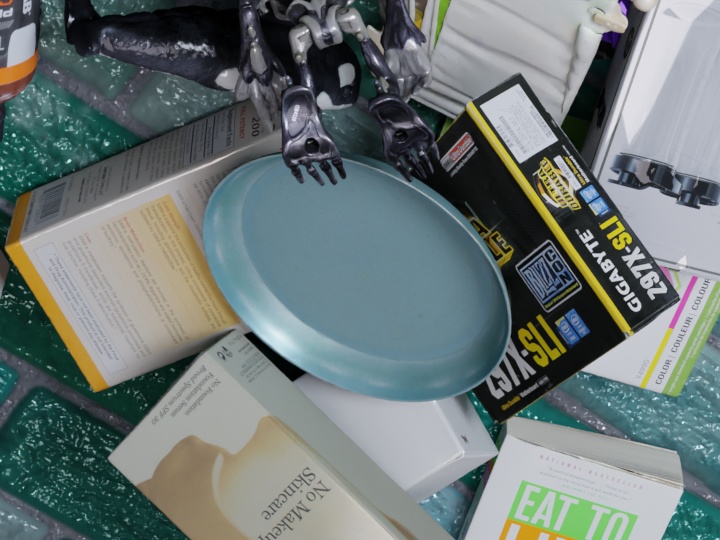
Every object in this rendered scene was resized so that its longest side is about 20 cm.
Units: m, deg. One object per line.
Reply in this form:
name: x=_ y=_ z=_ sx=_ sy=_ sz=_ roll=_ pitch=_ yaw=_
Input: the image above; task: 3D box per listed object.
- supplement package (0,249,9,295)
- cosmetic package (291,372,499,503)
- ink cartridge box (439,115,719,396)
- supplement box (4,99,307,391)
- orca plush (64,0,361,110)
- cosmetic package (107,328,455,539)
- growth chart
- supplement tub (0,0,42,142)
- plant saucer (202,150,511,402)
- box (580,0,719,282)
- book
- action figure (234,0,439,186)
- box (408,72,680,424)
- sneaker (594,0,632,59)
supplement package: x=-0.347 y=0.017 z=1.169 sx=0.200 sy=0.114 sz=0.110 roll=-22 pitch=118 yaw=10
cosmetic package: x=-0.022 y=0.130 z=1.228 sx=0.200 sy=0.085 sz=0.108 roll=-32 pitch=74 yaw=15
ink cartridge box: x=0.137 y=-0.018 z=1.179 sx=0.200 sy=0.076 sz=0.148 roll=15 pitch=117 yaw=-10
supplement box: x=-0.110 y=-0.020 z=1.175 sx=0.200 sy=0.074 sz=0.126 roll=-21 pitch=119 yaw=10
orca plush: x=-0.079 y=-0.150 z=1.091 sx=0.200 sy=0.105 sz=0.071 roll=14 pitch=108 yaw=-21
cosmetic package: x=-0.049 y=0.145 z=1.145 sx=0.200 sy=0.071 sz=0.105 roll=43 pitch=107 yaw=2
growth chart: x=0.077 y=-0.140 z=1.069 sx=0.145 sy=0.018 sz=0.200 roll=33 pitch=151 yaw=3
supplement tub: x=-0.241 y=-0.169 z=1.075 sx=0.107 sy=0.107 sz=0.200 roll=7 pitch=118 yaw=-5
plant saucer: x=0.000 y=0.000 z=1.091 sx=0.200 sy=0.027 sz=0.200 roll=17 pitch=139 yaw=15
box: x=0.202 y=-0.100 z=1.063 sx=0.117 sy=0.060 sz=0.200 roll=13 pitch=116 yaw=-4
book: x=0.137 y=0.207 z=1.322 sx=0.133 sy=0.048 sz=0.200 roll=15 pitch=119 yaw=-4
action figure: x=-0.019 y=-0.126 z=1.023 sx=0.119 sy=0.200 sz=0.102 roll=-12 pitch=136 yaw=-1
box: x=0.089 y=-0.006 z=1.092 sx=0.049 sy=0.200 sz=0.160 roll=-34 pitch=85 yaw=-26
sneaker: x=0.141 y=-0.163 z=1.111 sx=0.200 sy=0.070 sz=0.100 roll=41 pitch=115 yaw=-14
